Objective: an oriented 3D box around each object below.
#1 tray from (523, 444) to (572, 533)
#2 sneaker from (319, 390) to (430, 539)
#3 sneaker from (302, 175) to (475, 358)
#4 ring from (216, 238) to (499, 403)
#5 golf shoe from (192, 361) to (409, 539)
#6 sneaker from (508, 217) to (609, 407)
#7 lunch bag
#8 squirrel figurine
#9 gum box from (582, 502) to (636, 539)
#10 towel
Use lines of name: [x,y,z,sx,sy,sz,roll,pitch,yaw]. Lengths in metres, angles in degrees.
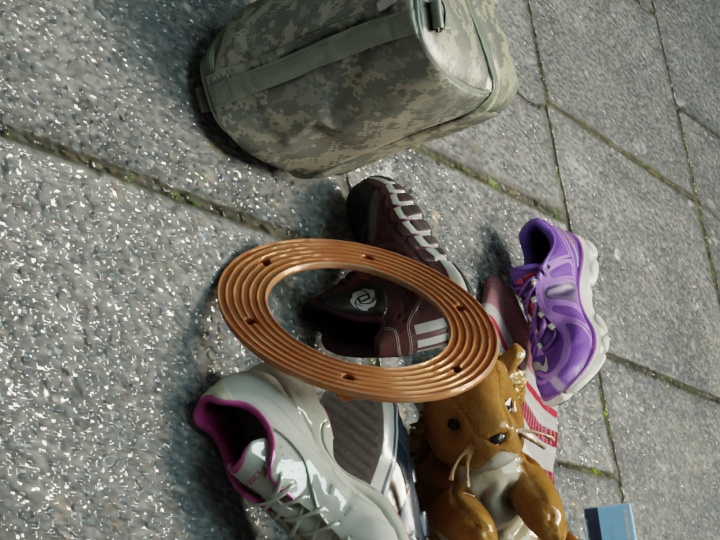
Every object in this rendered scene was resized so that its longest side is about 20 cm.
tray: [0.125,0.150,1.630,0.200,0.022,0.107,63,4,10]
sneaker: [0.005,0.172,1.388,0.079,0.078,0.201,28,60,-45]
sneaker: [0.000,0.000,1.502,0.200,0.115,0.076,-127,-155,-51]
ring: [-0.002,0.036,1.373,0.200,0.200,0.019,-54,161,-60]
golf shoe: [-0.040,0.150,1.289,0.091,0.075,0.200,-5,53,-54]
sneaker: [0.166,0.037,1.784,0.083,0.081,0.200,32,37,-29]
lunch bag: [-0.001,-0.153,1.442,0.168,0.200,0.140,-13,86,-66]
squirrel figurine: [0.078,0.134,1.457,0.200,0.141,0.187,-113,-172,-59]
gum box: [0.227,0.311,1.708,0.200,0.044,0.170,73,10,-65]
towel: [0.138,0.119,1.760,0.144,0.023,0.200,54,31,-32]
